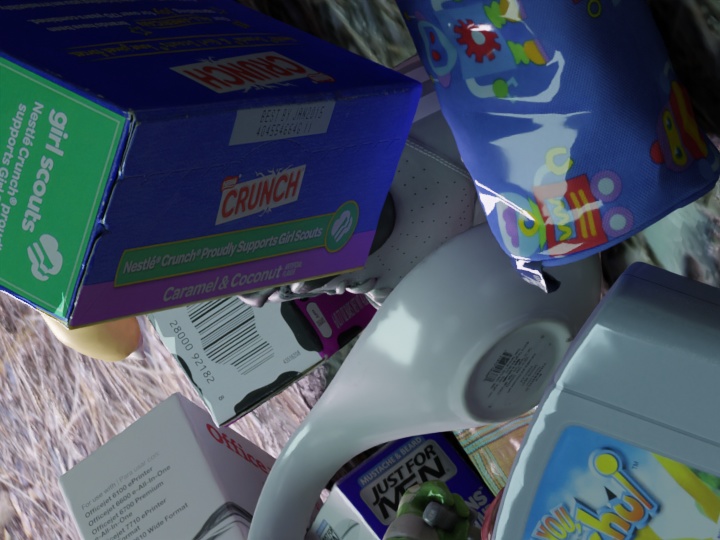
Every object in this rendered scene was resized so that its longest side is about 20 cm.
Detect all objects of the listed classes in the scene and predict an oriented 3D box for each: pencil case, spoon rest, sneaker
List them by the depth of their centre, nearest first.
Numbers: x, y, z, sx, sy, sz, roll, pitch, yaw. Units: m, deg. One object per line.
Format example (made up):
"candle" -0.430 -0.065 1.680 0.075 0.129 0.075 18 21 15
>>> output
"pencil case" 0.045 -0.097 0.912 0.087 0.078 0.200 -12 112 43
"spoon rest" 0.018 0.056 1.057 0.099 0.200 0.061 20 -158 -47
"sneaker" 0.000 0.000 1.070 0.075 0.115 0.200 47 152 39

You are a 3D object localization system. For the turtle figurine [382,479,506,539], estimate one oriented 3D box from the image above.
"turtle figurine" 0.080 0.135 1.127 0.194 0.200 0.144 -51 44 44

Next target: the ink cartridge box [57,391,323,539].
"ink cartridge box" -0.051 0.178 1.354 0.145 0.084 0.200 40 -163 -51

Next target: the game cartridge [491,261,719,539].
"game cartridge" 0.113 0.102 0.959 0.133 0.040 0.200 21 119 16

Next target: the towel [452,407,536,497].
"towel" 0.101 0.109 1.168 0.200 0.022 0.147 55 157 2

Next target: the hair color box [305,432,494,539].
"hair color box" 0.061 0.175 1.289 0.200 0.065 0.109 49 158 9

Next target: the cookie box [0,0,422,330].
"cookie box" -0.110 -0.061 0.915 0.200 0.171 0.075 26 109 28

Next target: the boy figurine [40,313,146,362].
"boy figurine" -0.114 -0.022 1.217 0.200 0.064 0.125 0 -93 -73

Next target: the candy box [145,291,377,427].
"candy box" -0.072 -0.045 1.157 0.200 0.061 0.136 56 -162 -1
